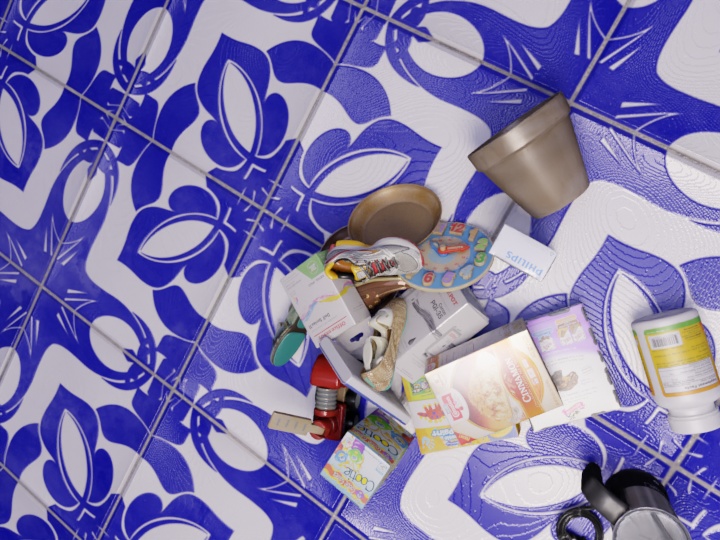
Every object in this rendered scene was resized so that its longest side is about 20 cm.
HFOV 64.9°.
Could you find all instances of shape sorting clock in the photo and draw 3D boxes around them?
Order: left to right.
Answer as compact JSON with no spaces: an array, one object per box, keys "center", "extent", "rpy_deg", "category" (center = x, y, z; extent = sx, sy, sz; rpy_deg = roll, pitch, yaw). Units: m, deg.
[{"center":[0.162,-0.032,1.112],"extent":[0.198,0.201,0.039],"rpy_deg":[2,130,19],"category":"shape sorting clock"}]

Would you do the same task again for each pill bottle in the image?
[{"center":[0.561,0.175,0.996],"extent":[0.110,0.111,0.202],"rpy_deg":[-16,84,18],"category":"pill bottle"}]

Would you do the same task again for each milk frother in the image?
[{"center":[0.448,0.462,0.991],"extent":[0.179,0.188,0.202],"rpy_deg":[19,95,19],"category":"milk frother"}]

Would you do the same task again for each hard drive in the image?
[{"center":[0.010,0.219,1.116],"extent":[0.025,0.200,0.132],"rpy_deg":[-46,37,3],"category":"hard drive"}]

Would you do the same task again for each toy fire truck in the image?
[{"center":[-0.088,0.266,1.168],"extent":[0.127,0.200,0.178],"rpy_deg":[6,91,18],"category":"toy fire truck"}]

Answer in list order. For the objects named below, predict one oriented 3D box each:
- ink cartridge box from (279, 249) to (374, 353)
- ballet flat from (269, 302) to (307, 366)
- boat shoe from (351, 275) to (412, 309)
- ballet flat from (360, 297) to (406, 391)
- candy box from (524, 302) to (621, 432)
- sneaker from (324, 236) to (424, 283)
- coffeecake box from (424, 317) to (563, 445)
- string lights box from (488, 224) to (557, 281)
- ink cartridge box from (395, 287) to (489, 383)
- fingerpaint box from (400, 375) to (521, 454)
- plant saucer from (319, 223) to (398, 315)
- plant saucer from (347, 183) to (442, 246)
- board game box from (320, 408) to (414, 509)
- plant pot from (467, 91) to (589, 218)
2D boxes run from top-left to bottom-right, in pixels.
[{"center":[-0.062,0.074,1.142],"extent":[0.117,0.067,0.201],"rpy_deg":[-34,83,30],"category":"ink cartridge box"},{"center":[-0.150,0.120,1.268],"extent":[0.074,0.074,0.201],"rpy_deg":[38,103,15],"category":"ballet flat"},{"center":[0.023,0.045,1.171],"extent":[0.198,0.072,0.068],"rpy_deg":[-11,93,25],"category":"boat shoe"},{"center":[0.042,0.126,1.071],"extent":[0.070,0.065,0.201],"rpy_deg":[-27,40,42],"category":"ballet flat"},{"center":[0.375,0.183,1.080],"extent":[0.166,0.071,0.202],"rpy_deg":[-21,82,17],"category":"candy box"},{"center":[0.024,-0.009,1.060],"extent":[0.198,0.082,0.078],"rpy_deg":[-3,126,24],"category":"sneaker"},{"center":[0.238,0.202,1.028],"extent":[0.199,0.073,0.154],"rpy_deg":[-27,97,15],"category":"coffeecake box"},{"center":[0.302,-0.029,1.039],"extent":[0.102,0.200,0.059],"rpy_deg":[32,99,16],"category":"string lights box"},{"center":[0.133,0.100,1.122],"extent":[0.200,0.083,0.147],"rpy_deg":[-41,36,14],"category":"ink cartridge box"},{"center":[0.201,0.262,1.137],"extent":[0.198,0.073,0.169],"rpy_deg":[-18,83,19],"category":"fingerpaint box"},{"center":[0.000,0.000,1.229],"extent":[0.198,0.034,0.203],"rpy_deg":[0,89,20],"category":"plant saucer"},{"center":[0.072,-0.097,1.161],"extent":[0.198,0.036,0.201],"rpy_deg":[-11,47,12],"category":"plant saucer"},{"center":[0.020,0.367,1.131],"extent":[0.104,0.200,0.104],"rpy_deg":[35,100,15],"category":"board game box"},{"center":[0.327,-0.199,1.053],"extent":[0.199,0.200,0.174],"rpy_deg":[-33,96,16],"category":"plant pot"}]
